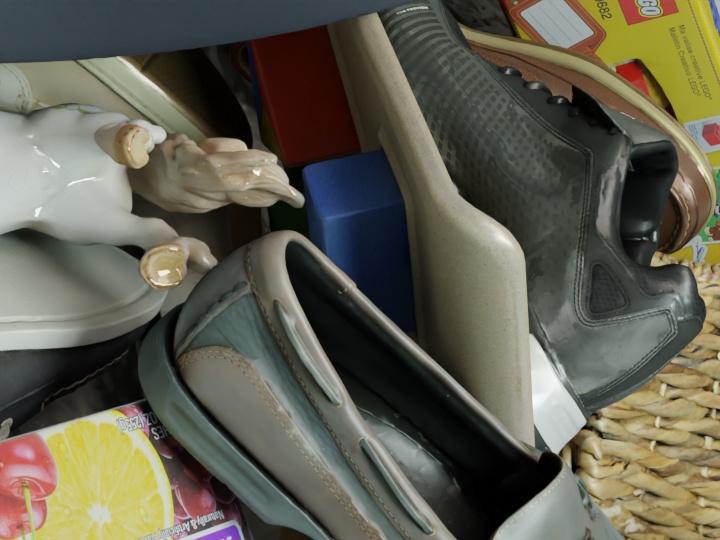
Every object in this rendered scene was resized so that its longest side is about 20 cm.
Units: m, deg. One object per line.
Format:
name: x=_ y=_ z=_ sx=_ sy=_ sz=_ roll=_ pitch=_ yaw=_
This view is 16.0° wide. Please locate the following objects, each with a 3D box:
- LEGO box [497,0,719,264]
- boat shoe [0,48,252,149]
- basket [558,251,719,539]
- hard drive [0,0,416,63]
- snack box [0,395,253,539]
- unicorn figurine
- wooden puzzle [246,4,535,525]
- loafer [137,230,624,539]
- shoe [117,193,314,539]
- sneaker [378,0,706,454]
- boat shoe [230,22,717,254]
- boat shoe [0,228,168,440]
LEGO box: x=0.118 y=-0.114 z=1.086 sx=0.200 sy=0.077 sz=0.149 roll=61 pitch=23 yaw=-44
boat shoe: x=-0.127 y=-0.082 z=0.840 sx=0.200 sy=0.065 sz=0.072 roll=34 pitch=20 yaw=-14
basket: x=0.098 y=0.067 z=0.990 sx=0.200 sy=0.149 sz=0.143 roll=11 pitch=85 yaw=-45
hard drive: x=-0.050 y=-0.120 z=0.786 sx=0.199 sy=0.042 sz=0.135 roll=-14 pitch=44 yaw=-27
snack box: x=-0.071 y=0.143 z=0.702 sx=0.142 sy=0.053 sz=0.201 roll=-14 pitch=84 yaw=-52
unicorn figurine: x=-0.129 y=-0.035 z=0.758 sx=0.199 sy=0.074 sz=0.137 roll=19 pitch=6 yaw=-28
wooden puzzle: x=0.000 y=0.000 z=0.833 sx=0.046 sy=0.186 sz=0.200 roll=-16 pitch=43 yaw=-11
loafer: x=0.029 y=0.067 z=0.734 sx=0.200 sy=0.063 sz=0.072 roll=38 pitch=33 yaw=-8
shoe: x=-0.053 y=0.041 z=0.842 sx=0.053 sy=0.070 sz=0.201 roll=4 pitch=48 yaw=-16
sneaker: x=0.060 y=-0.035 z=0.875 sx=0.067 sy=0.090 sz=0.200 roll=53 pitch=12 yaw=-54
boat shoe: x=0.039 y=-0.055 z=0.987 sx=0.200 sy=0.072 sz=0.068 roll=28 pitch=42 yaw=8
boat shoe: x=-0.131 y=0.032 z=0.755 sx=0.074 sy=0.061 sz=0.200 roll=26 pitch=23 yaw=21
